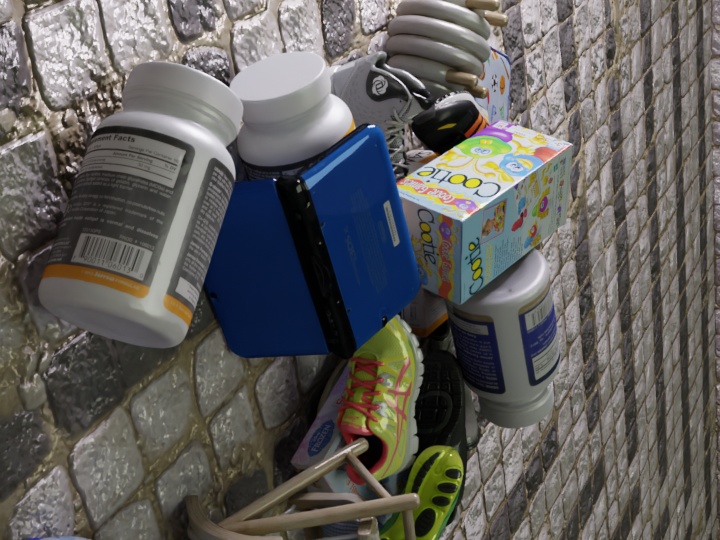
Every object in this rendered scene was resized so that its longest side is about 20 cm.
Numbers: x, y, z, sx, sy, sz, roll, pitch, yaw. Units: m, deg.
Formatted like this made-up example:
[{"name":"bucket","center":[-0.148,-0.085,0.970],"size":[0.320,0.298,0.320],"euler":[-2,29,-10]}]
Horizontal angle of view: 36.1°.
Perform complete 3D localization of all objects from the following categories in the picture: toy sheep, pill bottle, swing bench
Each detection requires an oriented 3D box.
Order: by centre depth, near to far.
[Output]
[{"name":"pill bottle","center":[-0.164,-0.051,0.860],"size":[0.116,0.116,0.201],"euler":[43,58,-56]},{"name":"swing bench","center":[-0.048,0.300,1.056],"size":[0.199,0.130,0.200],"euler":[-17,114,-20]},{"name":"pill bottle","center":[-0.053,-0.101,1.073],"size":[0.117,0.116,0.201],"euler":[-55,140,-42]},{"name":"pill bottle","center":[0.165,0.078,1.256],"size":[0.120,0.119,0.201],"euler":[-55,142,-42]},{"name":"toy sheep","center":[0.093,-0.264,1.301],"size":[0.138,0.137,0.201],"euler":[26,81,-60]}]

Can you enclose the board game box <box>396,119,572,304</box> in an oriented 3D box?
[{"name":"board game box","center":[0.128,-0.068,1.187],"size":[0.200,0.103,0.106],"euler":[-34,135,-38]}]

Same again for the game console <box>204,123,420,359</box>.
[{"name":"game console","center":[-0.053,-0.025,1.040],"size":[0.171,0.118,0.201],"euler":[-40,131,-30]}]

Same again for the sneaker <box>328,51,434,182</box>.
[{"name":"sneaker","center":[0.035,-0.137,1.170],"size":[0.075,0.115,0.201],"euler":[-29,98,-58]}]

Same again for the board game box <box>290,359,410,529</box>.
[{"name":"board game box","center":[0.017,0.201,1.254],"size":[0.200,0.041,0.201],"euler":[-58,138,-35]}]

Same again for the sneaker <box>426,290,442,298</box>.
[{"name":"sneaker","center":[0.143,0.012,1.329],"size":[0.200,0.087,0.074],"euler":[33,67,-59]}]

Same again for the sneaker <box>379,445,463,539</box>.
[{"name":"sneaker","center":[0.059,0.282,1.202],"size":[0.201,0.074,0.084],"euler":[-59,163,7]}]

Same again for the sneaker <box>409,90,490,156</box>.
[{"name":"sneaker","center":[0.120,-0.145,1.269],"size":[0.091,0.070,0.200],"euler":[67,20,9]}]

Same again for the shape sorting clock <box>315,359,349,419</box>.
[{"name":"shape sorting clock","center":[0.007,0.188,1.311],"size":[0.200,0.039,0.202],"euler":[-14,107,-56]}]

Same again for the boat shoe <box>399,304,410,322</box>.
[{"name":"boat shoe","center":[0.000,0.000,1.244],"size":[0.057,0.068,0.201],"euler":[-53,131,-46]}]

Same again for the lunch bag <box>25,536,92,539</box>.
[{"name":"lunch bag","center":[-0.166,0.282,0.877],"size":[0.201,0.169,0.124],"euler":[65,36,-45]}]

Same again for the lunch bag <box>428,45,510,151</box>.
[{"name":"lunch bag","center":[0.149,-0.199,1.475],"size":[0.160,0.075,0.202],"euler":[5,89,-64]}]

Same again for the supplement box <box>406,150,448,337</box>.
[{"name":"supplement box","center":[0.070,-0.036,1.354],"size":[0.126,0.073,0.202],"euler":[-32,123,-57]}]

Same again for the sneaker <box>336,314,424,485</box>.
[{"name":"sneaker","center":[0.014,0.131,1.135],"size":[0.090,0.078,0.202],"euler":[-26,115,-49]}]

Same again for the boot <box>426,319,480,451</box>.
[{"name":"boot","center":[0.107,0.135,1.427],"size":[0.200,0.067,0.131],"euler":[-89,168,-63]}]

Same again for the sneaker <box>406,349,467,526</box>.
[{"name":"sneaker","center":[0.090,0.188,1.275],"size":[0.091,0.075,0.202],"euler":[-19,113,-68]}]
